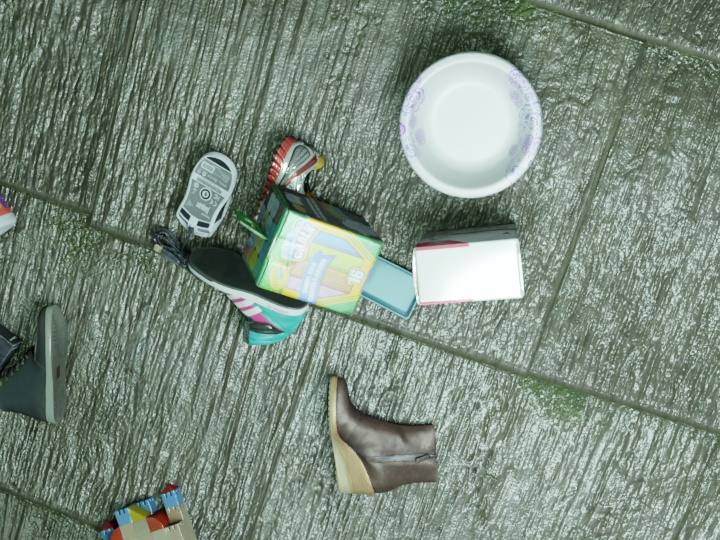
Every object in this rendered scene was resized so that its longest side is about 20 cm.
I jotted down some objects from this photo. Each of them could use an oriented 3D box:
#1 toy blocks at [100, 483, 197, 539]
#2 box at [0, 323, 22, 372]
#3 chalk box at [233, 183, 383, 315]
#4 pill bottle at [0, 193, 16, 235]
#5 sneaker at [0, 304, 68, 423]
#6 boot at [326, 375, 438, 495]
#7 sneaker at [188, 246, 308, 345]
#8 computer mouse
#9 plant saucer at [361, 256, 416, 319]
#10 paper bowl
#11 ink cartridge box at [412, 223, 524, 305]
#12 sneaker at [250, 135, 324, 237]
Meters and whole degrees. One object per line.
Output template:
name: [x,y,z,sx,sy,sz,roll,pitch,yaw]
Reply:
toy blocks: [-0.357,0.442,1.611,0.199,0.100,0.138,-21,87,11]
box: [-0.678,0.112,1.604,0.200,0.036,0.143,37,104,-2]
chalk box: [-0.091,-0.036,1.392,0.199,0.125,0.125,18,106,-21]
pill bottle: [-0.635,-0.134,1.506,0.111,0.111,0.201,-30,97,13]
sneaker: [-0.537,0.149,1.571,0.105,0.075,0.202,7,104,4]
boot: [0.033,0.253,1.532,0.165,0.072,0.202,-8,100,-3]
sneaker: [-0.176,0.048,1.488,0.199,0.084,0.121,25,134,11]
computer mouse: [-0.242,-0.092,1.498,0.109,0.044,0.201,32,110,5]
plant saucer: [0.000,0.000,1.495,0.199,0.019,0.070,27,104,1]
paper bowl: [0.157,-0.209,1.384,0.199,0.104,0.202,2,103,7]
ink cartridge box: [0.155,-0.011,1.378,0.145,0.200,0.083,-5,98,9]
sneaker: [-0.113,-0.096,1.460,0.082,0.078,0.201,20,106,-2]
